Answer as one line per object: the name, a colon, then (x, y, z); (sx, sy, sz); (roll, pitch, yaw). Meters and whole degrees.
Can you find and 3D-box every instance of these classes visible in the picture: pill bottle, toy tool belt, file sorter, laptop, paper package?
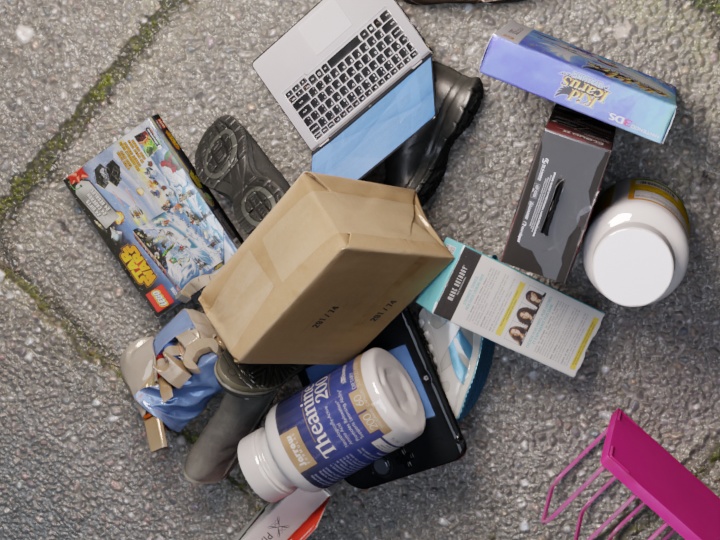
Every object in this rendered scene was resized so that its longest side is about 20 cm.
pill bottle: (-0.036, 0.179, 1.714); (0.199, 0.111, 0.111); (-31, 96, 19)
toy tool belt: (-0.192, 0.114, 1.794); (0.125, 0.123, 0.200); (28, 117, -37)
file sorter: (0.318, 0.287, 1.728); (0.200, 0.139, 0.126); (42, 112, 0)
laptop: (-0.023, -0.198, 1.664); (0.187, 0.116, 0.201); (-37, 85, 25)
pill bottle: (0.291, -0.026, 1.619); (0.110, 0.200, 0.112); (3, 105, 12)
paper package: (-0.035, 0.004, 1.635); (0.200, 0.190, 0.104); (-47, 58, 29)

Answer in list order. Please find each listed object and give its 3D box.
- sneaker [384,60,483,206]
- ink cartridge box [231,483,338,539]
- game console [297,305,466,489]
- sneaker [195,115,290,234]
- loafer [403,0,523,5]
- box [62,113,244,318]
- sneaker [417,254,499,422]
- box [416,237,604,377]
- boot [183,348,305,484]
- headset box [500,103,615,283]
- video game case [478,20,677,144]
sneaker: (0.059, -0.142, 1.717); (0.090, 0.076, 0.201); (31, 102, 13)
ink cartridge box: (-0.109, 0.315, 1.807); (0.044, 0.174, 0.200); (42, 108, -2)
game console: (0.017, 0.145, 1.774); (0.176, 0.031, 0.201); (-22, 92, 38)
sneaker: (-0.119, -0.094, 1.727); (0.076, 0.091, 0.200); (-42, 54, 14)
loafer: (0.129, -0.317, 1.649); (0.199, 0.071, 0.074); (-9, 102, 14)
box: (-0.240, -0.063, 1.810); (0.136, 0.040, 0.201); (-32, 95, 17)
sneaker: (0.109, 0.075, 1.757); (0.080, 0.076, 0.202); (10, 100, 18)
box: (0.166, 0.042, 1.689); (0.199, 0.049, 0.083); (25, 93, -24)
boot: (-0.152, 0.167, 1.769); (0.200, 0.181, 0.073); (-47, 71, 25)
headset box: (0.211, -0.083, 1.623); (0.077, 0.200, 0.150); (19, 108, 7)
video game case: (0.231, -0.200, 1.598); (0.199, 0.181, 0.046); (23, 107, 6)
